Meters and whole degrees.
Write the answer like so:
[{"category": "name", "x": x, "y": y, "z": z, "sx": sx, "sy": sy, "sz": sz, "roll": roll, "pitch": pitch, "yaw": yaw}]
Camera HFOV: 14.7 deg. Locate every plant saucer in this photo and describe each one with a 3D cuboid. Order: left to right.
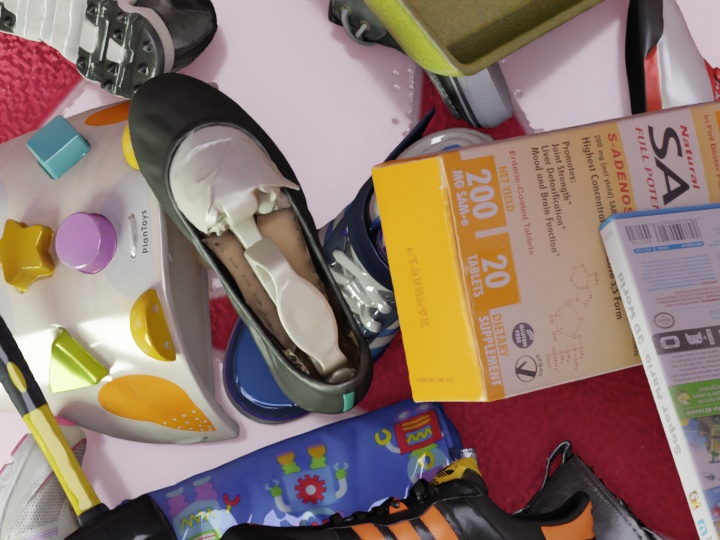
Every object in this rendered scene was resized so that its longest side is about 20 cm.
[{"category": "plant saucer", "x": 0.039, "y": -0.199, "z": 1.494, "sx": 0.200, "sy": 0.048, "sz": 0.200, "roll": 52, "pitch": 45, "yaw": 7}]

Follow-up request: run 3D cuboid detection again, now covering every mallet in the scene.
[{"category": "mallet", "x": -0.158, "y": 0.076, "z": 1.463, "sx": 0.066, "sy": 0.041, "sz": 0.200, "roll": -22, "pitch": 83, "yaw": -9}]

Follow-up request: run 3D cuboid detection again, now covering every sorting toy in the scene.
[{"category": "sorting toy", "x": -0.170, "y": -0.002, "z": 1.520, "sx": 0.180, "sy": 0.107, "sz": 0.200, "roll": -9, "pitch": 78, "yaw": 21}]

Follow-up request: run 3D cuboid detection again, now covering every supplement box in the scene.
[{"category": "supplement box", "x": 0.116, "y": -0.012, "z": 1.423, "sx": 0.200, "sy": 0.074, "sz": 0.126, "roll": -13, "pitch": 93, "yaw": -30}]

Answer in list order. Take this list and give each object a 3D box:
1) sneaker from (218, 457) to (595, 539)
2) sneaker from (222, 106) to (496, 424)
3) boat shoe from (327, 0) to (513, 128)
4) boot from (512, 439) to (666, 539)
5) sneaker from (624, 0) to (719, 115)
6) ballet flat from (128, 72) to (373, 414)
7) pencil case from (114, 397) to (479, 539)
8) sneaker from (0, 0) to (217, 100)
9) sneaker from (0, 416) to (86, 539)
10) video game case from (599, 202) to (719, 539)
[{"category": "sneaker", "x": 0.026, "y": 0.136, "z": 1.449, "sx": 0.200, "sy": 0.070, "sz": 0.090, "roll": 11, "pitch": 93, "yaw": -10}, {"category": "sneaker", "x": 0.000, "y": 0.000, "z": 1.488, "sx": 0.200, "sy": 0.146, "sz": 0.081, "roll": -43, "pitch": 86, "yaw": -3}, {"category": "boat shoe", "x": 0.014, "y": -0.156, "z": 1.547, "sx": 0.071, "sy": 0.072, "sz": 0.200, "roll": -31, "pitch": 75, "yaw": 6}, {"category": "boot", "x": 0.115, "y": 0.214, "z": 1.509, "sx": 0.174, "sy": 0.069, "sz": 0.200, "roll": -37, "pitch": 84, "yaw": -2}, {"category": "sneaker", "x": 0.211, "y": -0.064, "z": 1.533, "sx": 0.108, "sy": 0.067, "sz": 0.202, "roll": -9, "pitch": 89, "yaw": -1}, {"category": "ballet flat", "x": -0.050, "y": -0.018, "z": 1.426, "sx": 0.068, "sy": 0.068, "sz": 0.200, "roll": -34, "pitch": 92, "yaw": -8}, {"category": "pencil case", "x": -0.031, "y": 0.135, "z": 1.511, "sx": 0.200, "sy": 0.078, "sz": 0.087, "roll": -19, "pitch": 64, "yaw": 0}, {"category": "sneaker", "x": -0.160, "y": -0.162, "z": 1.546, "sx": 0.200, "sy": 0.090, "sz": 0.067, "roll": 33, "pitch": 126, "yaw": 25}, {"category": "sneaker", "x": -0.160, "y": 0.180, "z": 1.507, "sx": 0.088, "sy": 0.081, "sz": 0.200, "roll": 6, "pitch": 94, "yaw": 10}, {"category": "video game case", "x": 0.209, "y": 0.059, "z": 1.375, "sx": 0.143, "sy": 0.018, "sz": 0.200, "roll": -6, "pitch": 68, "yaw": -28}]
